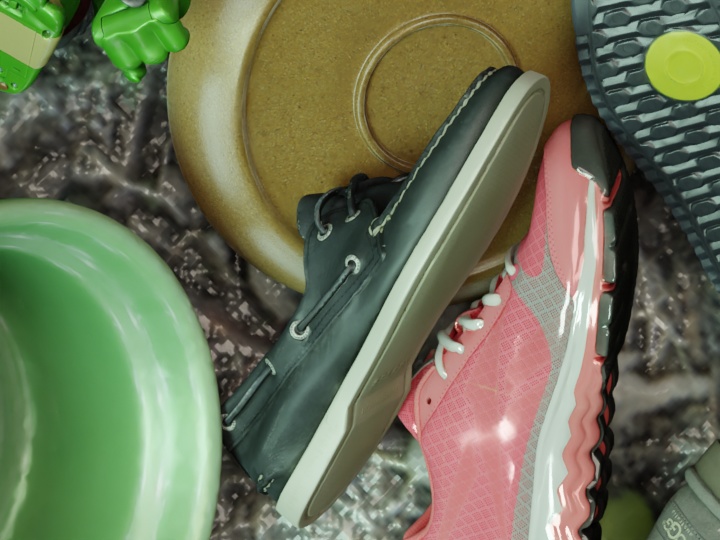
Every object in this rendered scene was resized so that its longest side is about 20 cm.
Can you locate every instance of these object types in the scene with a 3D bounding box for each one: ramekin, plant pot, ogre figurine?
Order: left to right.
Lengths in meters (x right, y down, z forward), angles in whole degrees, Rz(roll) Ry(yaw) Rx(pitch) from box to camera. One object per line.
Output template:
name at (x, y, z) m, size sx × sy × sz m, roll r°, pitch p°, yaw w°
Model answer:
ramekin at (-0.152, 0.070, 0.952) m, size 0.097 × 0.200 × 0.201 m, roll 8°, pitch 82°, yaw 41°
ogre figurine at (-0.126, -0.116, 0.991) m, size 0.098 × 0.200 × 0.120 m, roll 45°, pitch 51°, yaw -17°
plant pot at (0.027, -0.070, 1.004) m, size 0.199 × 0.028 × 0.201 m, roll -7°, pitch 117°, yaw -13°

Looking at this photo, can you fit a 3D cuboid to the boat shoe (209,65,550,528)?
boat shoe at (0.001, 0.000, 0.979) m, size 0.066 × 0.074 × 0.200 m, roll 35°, pitch 120°, yaw 15°

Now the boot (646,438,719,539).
boot at (0.108, 0.169, 1.008) m, size 0.200 × 0.073 × 0.182 m, roll -48°, pitch 126°, yaw 8°

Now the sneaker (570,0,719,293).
sneaker at (0.138, -0.068, 1.008) m, size 0.066 × 0.079 × 0.200 m, roll -15°, pitch 124°, yaw 29°

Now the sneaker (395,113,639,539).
sneaker at (0.055, 0.038, 1.008) m, size 0.086 × 0.074 × 0.201 m, roll 9°, pitch 103°, yaw 10°
